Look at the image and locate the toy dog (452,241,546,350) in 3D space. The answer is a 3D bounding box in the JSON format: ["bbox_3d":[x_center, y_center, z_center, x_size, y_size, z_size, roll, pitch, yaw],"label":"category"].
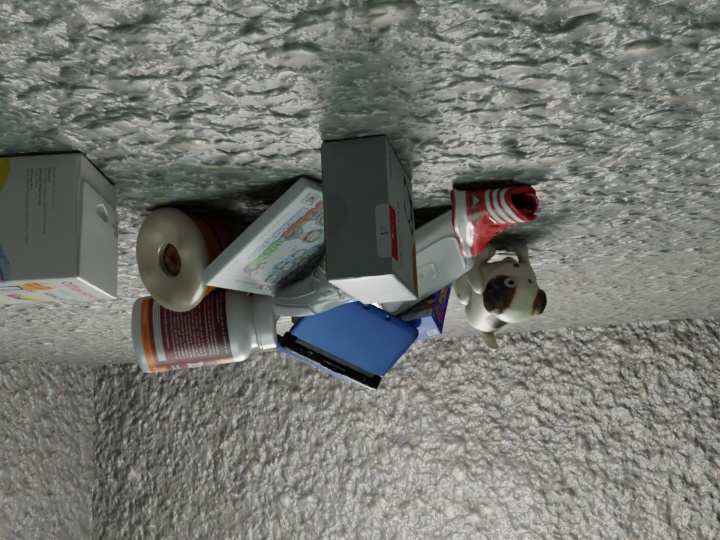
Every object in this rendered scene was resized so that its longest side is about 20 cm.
[{"bbox_3d":[0.242,0.041,1.544,0.139,0.195,0.200,12,174,-10],"label":"toy dog"}]

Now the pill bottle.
[{"bbox_3d":[-0.227,0.084,1.289,0.199,0.114,0.113,-7,170,-2],"label":"pill bottle"}]

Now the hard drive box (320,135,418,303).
[{"bbox_3d":[0.014,-0.051,1.033,0.076,0.157,0.200,-5,171,11],"label":"hard drive box"}]

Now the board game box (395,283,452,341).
[{"bbox_3d":[0.049,0.071,1.493,0.199,0.135,0.045,-15,122,25],"label":"board game box"}]

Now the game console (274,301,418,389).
[{"bbox_3d":[-0.040,0.102,1.407,0.200,0.119,0.170,30,169,-32],"label":"game console"}]

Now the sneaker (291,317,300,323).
[{"bbox_3d":[-0.080,0.031,1.509,0.077,0.086,0.200,4,-168,-7],"label":"sneaker"}]

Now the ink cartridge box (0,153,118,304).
[{"bbox_3d":[-0.397,-0.042,1.011,0.199,0.145,0.147,-3,169,1],"label":"ink cartridge box"}]

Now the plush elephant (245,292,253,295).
[{"bbox_3d":[-0.229,0.054,1.426,0.199,0.156,0.165,14,172,3],"label":"plush elephant"}]

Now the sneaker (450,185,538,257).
[{"bbox_3d":[0.194,-0.065,1.227,0.115,0.079,0.200,-4,171,14],"label":"sneaker"}]

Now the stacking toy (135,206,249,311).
[{"bbox_3d":[-0.209,-0.029,1.272,0.146,0.147,0.200,-11,-177,40],"label":"stacking toy"}]

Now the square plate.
[{"bbox_3d":[0.086,0.002,1.353,0.198,0.029,0.200,-32,152,0],"label":"square plate"}]

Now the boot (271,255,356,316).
[{"bbox_3d":[-0.039,-0.003,1.229,0.199,0.096,0.074,-14,-152,5],"label":"boot"}]

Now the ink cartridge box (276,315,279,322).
[{"bbox_3d":[-0.251,0.057,1.627,0.145,0.085,0.200,38,151,-25],"label":"ink cartridge box"}]

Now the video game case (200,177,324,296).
[{"bbox_3d":[-0.092,-0.038,1.192,0.200,0.024,0.182,-41,154,20],"label":"video game case"}]
